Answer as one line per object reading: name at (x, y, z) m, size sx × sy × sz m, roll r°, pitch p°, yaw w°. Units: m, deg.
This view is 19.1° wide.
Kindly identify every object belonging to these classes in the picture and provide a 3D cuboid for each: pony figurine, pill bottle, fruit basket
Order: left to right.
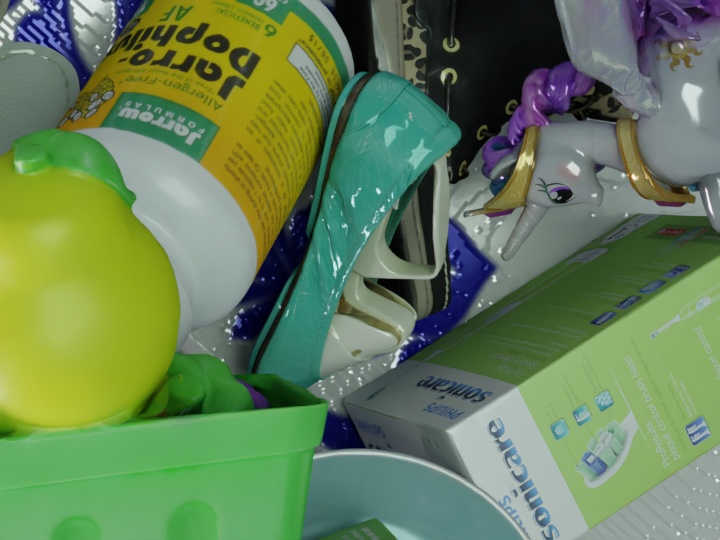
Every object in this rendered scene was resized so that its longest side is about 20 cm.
fruit basket at (-0.120, 0.046, 0.824) m, size 0.215 × 0.155 × 0.216 m, roll -1°, pitch 92°, yaw -15°
pill bottle at (-0.086, -0.044, 0.975) m, size 0.113 × 0.113 × 0.200 m, roll 42°, pitch 47°, yaw -16°
pony figurine at (0.146, -0.098, 0.998) m, size 0.200 × 0.167 × 0.193 m, roll 2°, pitch 99°, yaw 14°

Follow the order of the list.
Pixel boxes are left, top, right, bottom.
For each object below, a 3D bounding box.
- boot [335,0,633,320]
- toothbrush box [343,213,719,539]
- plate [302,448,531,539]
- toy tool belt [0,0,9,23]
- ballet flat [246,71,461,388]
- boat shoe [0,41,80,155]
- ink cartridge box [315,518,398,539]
boot at (0.070, -0.080, 1.095) m, size 0.150 × 0.073 × 0.200 m, roll -6°, pitch 86°, yaw -19°
toothbrush box at (0.112, 0.055, 1.076) m, size 0.200 × 0.146 × 0.086 m, roll -30°, pitch 102°, yaw -17°
plate at (-0.005, 0.180, 0.978) m, size 0.200 × 0.026 × 0.201 m, roll 0°, pitch 93°, yaw -9°
toy tool belt at (-0.239, -0.163, 0.945) m, size 0.200 × 0.123 × 0.125 m, roll 14°, pitch 45°, yaw -22°
ballet flat at (0.000, 0.000, 1.022) m, size 0.070 × 0.200 × 0.067 m, roll 29°, pitch 37°, yaw 13°
boat shoe at (-0.190, -0.013, 1.011) m, size 0.076 × 0.060 × 0.200 m, roll 27°, pitch 74°, yaw 0°
ink cartridge box at (-0.060, 0.186, 0.883) m, size 0.200 × 0.145 × 0.084 m, roll -20°, pitch 98°, yaw -8°
